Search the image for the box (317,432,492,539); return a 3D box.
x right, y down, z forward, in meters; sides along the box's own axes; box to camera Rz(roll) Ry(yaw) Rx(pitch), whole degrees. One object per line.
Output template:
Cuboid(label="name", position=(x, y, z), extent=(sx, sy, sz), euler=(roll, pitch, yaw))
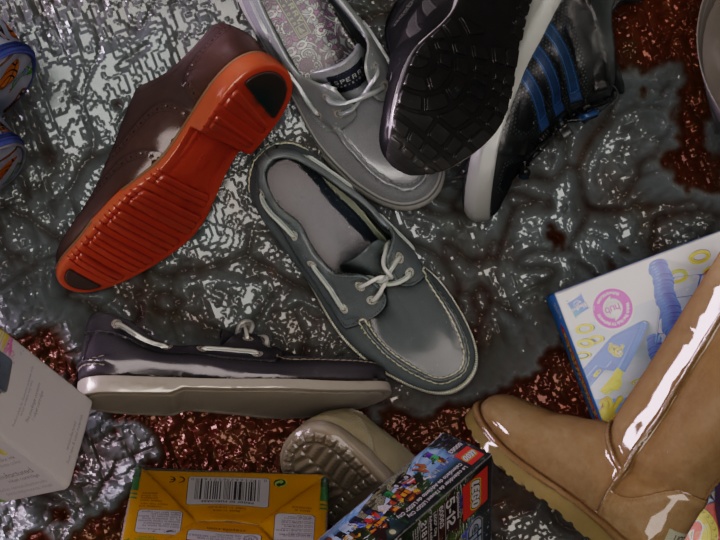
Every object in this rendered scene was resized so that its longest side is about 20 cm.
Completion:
Cuboid(label="box", position=(0.024, 0.214, 1.473), extent=(0.038, 0.137, 0.200), euler=(23, 132, 31))

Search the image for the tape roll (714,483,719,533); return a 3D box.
Cuboid(label="tape roll", position=(0.320, 0.139, 1.516), extent=(0.200, 0.066, 0.200), euler=(0, 89, 0))

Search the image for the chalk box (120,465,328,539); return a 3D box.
Cuboid(label="chalk box", position=(-0.085, 0.237, 1.518), extent=(0.125, 0.124, 0.200), euler=(3, 117, 0))

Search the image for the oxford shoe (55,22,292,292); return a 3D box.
Cuboid(label="oxford shoe", position=(-0.129, -0.071, 1.587), extent=(0.200, 0.071, 0.073), euler=(-46, 52, 6))

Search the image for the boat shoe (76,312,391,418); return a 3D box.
Cuboid(label="boat shoe", position=(-0.079, 0.056, 1.569), extent=(0.200, 0.073, 0.063), euler=(1, 70, -9))

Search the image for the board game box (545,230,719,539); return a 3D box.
Cuboid(label="board game box", position=(0.245, 0.072, 1.578), extent=(0.200, 0.056, 0.196), euler=(-21, 88, -1))

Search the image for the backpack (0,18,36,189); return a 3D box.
Cuboid(label="backpack", position=(-0.288, -0.094, 1.522), extent=(0.154, 0.200, 0.191), euler=(45, 82, -4))

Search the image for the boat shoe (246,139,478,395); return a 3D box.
Cuboid(label="boat shoe", position=(0.000, 0.000, 1.576), extent=(0.073, 0.062, 0.200), euler=(-40, 89, -2))

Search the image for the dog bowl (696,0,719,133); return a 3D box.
Cuboid(label="dog bowl", position=(0.307, -0.129, 1.557), extent=(0.200, 0.059, 0.200), euler=(0, 67, -1))

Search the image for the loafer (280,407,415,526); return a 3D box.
Cuboid(label="loafer", position=(0.035, 0.158, 1.566), extent=(0.076, 0.068, 0.200), euler=(-33, 105, 32))

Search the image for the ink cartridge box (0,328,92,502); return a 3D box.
Cuboid(label="ink cartridge box", position=(-0.272, 0.064, 1.493), extent=(0.117, 0.200, 0.067), euler=(-15, 47, 36))

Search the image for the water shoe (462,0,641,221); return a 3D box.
Cuboid(label="water shoe", position=(0.127, -0.117, 1.576), extent=(0.079, 0.072, 0.200), euler=(22, 88, 2))

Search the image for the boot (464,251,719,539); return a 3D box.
Cuboid(label="boot", position=(0.179, 0.064, 1.500), extent=(0.175, 0.066, 0.200), euler=(39, 103, 28))

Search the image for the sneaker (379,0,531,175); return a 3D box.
Cuboid(label="sneaker", position=(0.050, -0.136, 1.551), extent=(0.076, 0.088, 0.200), euler=(37, 59, -24))

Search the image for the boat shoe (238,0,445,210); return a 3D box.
Cuboid(label="boat shoe", position=(-0.016, -0.124, 1.575), extent=(0.070, 0.072, 0.201), euler=(-35, 89, -2))
